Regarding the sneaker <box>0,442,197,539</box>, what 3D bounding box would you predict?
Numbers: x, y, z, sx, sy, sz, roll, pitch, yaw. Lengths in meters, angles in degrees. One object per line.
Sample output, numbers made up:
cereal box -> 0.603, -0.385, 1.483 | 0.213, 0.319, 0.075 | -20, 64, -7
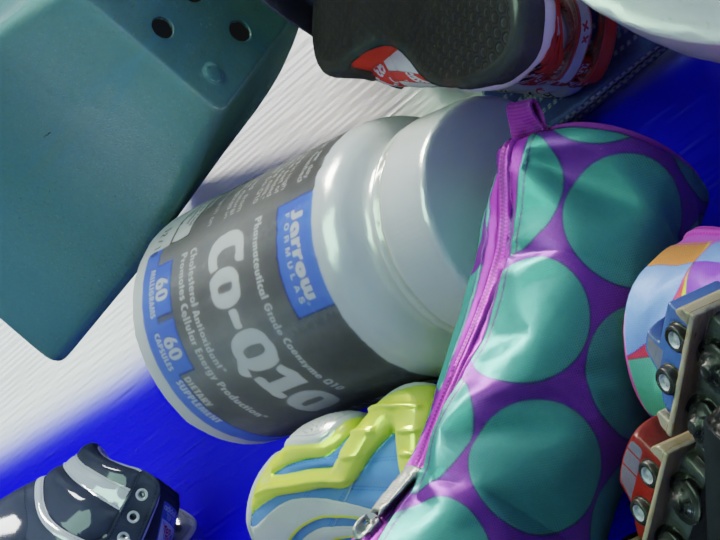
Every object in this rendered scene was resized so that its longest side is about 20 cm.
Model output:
sneaker -> -0.107, 0.170, 1.258 | 0.108, 0.070, 0.200 | -37, 64, -4

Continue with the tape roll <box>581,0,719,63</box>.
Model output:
tape roll -> 0.144, -0.177, 0.970 | 0.202, 0.071, 0.203 | -1, 87, 20

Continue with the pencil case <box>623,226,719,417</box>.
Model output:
pencil case -> 0.180, 0.018, 0.914 | 0.200, 0.088, 0.089 | -7, 70, 53

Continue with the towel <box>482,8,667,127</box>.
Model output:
towel -> 0.093, -0.158, 1.171 | 0.145, 0.024, 0.200 | -40, 48, 36

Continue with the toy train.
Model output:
toy train -> 0.114, 0.075, 0.945 | 0.046, 0.034, 0.200 | 49, 148, 36

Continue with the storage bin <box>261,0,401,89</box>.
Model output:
storage bin -> -0.015, -0.206, 1.205 | 0.134, 0.145, 0.200 | -48, 43, 13

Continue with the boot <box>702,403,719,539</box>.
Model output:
boot -> 0.133, 0.120, 0.892 | 0.200, 0.076, 0.169 | 8, 105, 52

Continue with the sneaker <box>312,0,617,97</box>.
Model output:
sneaker -> 0.063, -0.103, 1.060 | 0.201, 0.108, 0.067 | -173, 84, -69

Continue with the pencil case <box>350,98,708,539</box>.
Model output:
pencil case -> 0.062, 0.044, 0.997 | 0.085, 0.092, 0.200 | -16, 50, 61

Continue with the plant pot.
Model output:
plant pot -> -0.122, -0.085, 1.262 | 0.200, 0.141, 0.141 | -40, 13, 49

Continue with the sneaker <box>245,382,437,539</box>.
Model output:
sneaker -> 0.025, 0.105, 1.099 | 0.200, 0.076, 0.105 | -36, 49, 40

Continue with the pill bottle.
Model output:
pill bottle -> 0.000, 0.000, 1.145 | 0.200, 0.114, 0.114 | -24, 57, 48
